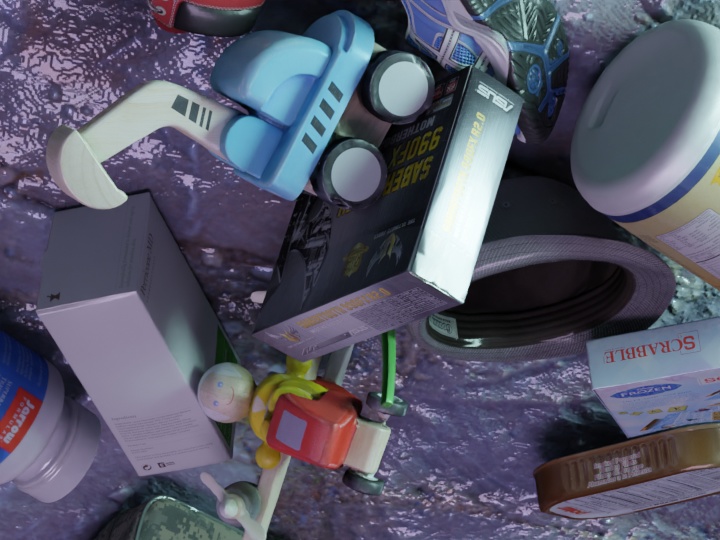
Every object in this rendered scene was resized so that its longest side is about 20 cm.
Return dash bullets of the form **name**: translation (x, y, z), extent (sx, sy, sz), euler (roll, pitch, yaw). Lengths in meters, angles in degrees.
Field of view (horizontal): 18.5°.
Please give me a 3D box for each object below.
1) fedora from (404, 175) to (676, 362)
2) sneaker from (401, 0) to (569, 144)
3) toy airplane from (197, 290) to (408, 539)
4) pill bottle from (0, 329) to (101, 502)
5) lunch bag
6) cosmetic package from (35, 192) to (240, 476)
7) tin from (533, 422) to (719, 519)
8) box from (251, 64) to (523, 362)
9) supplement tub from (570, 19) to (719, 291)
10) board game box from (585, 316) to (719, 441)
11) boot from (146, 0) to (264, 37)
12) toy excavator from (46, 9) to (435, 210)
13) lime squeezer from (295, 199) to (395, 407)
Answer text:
- **fedora**: translation (0.119, -0.008, 1.591), extent (0.199, 0.091, 0.177), euler (-5, 152, -10)
- **sneaker**: translation (0.079, -0.161, 1.472), extent (0.077, 0.076, 0.200), euler (4, 144, 35)
- **toy airplane**: translation (-0.054, 0.098, 1.654), extent (0.140, 0.201, 0.199), euler (15, 142, -12)
- **pill bottle**: translation (-0.301, 0.098, 1.717), extent (0.112, 0.113, 0.200), euler (-33, 127, 31)
- **lunch bag**: translation (-0.159, 0.303, 1.916), extent (0.199, 0.140, 0.168), euler (29, 147, -24)
- **cosmetic package**: translation (-0.164, 0.051, 1.666), extent (0.084, 0.108, 0.200), euler (-10, 136, 14)
- **tin**: translation (0.232, 0.163, 1.775), extent (0.199, 0.042, 0.112), euler (-18, 154, 32)
- **box**: translation (0.015, -0.034, 1.487), extent (0.048, 0.159, 0.200), euler (30, 153, -23)
- **supplement tub**: translation (0.257, -0.063, 1.500), extent (0.200, 0.145, 0.144), euler (31, 130, -27)
- **board game box**: translation (0.286, 0.079, 1.668), extent (0.199, 0.041, 0.200), euler (-11, 160, 13)
- **boot**: translation (-0.137, -0.219, 1.411), extent (0.199, 0.073, 0.144), euler (20, 135, -23)
- **toy excavator**: translation (-0.082, -0.101, 1.446), extent (0.199, 0.100, 0.195), euler (29, 89, -23)
- **lime squeezer**: translation (0.000, 0.000, 1.593), extent (0.038, 0.201, 0.071), euler (-35, 166, 32)
